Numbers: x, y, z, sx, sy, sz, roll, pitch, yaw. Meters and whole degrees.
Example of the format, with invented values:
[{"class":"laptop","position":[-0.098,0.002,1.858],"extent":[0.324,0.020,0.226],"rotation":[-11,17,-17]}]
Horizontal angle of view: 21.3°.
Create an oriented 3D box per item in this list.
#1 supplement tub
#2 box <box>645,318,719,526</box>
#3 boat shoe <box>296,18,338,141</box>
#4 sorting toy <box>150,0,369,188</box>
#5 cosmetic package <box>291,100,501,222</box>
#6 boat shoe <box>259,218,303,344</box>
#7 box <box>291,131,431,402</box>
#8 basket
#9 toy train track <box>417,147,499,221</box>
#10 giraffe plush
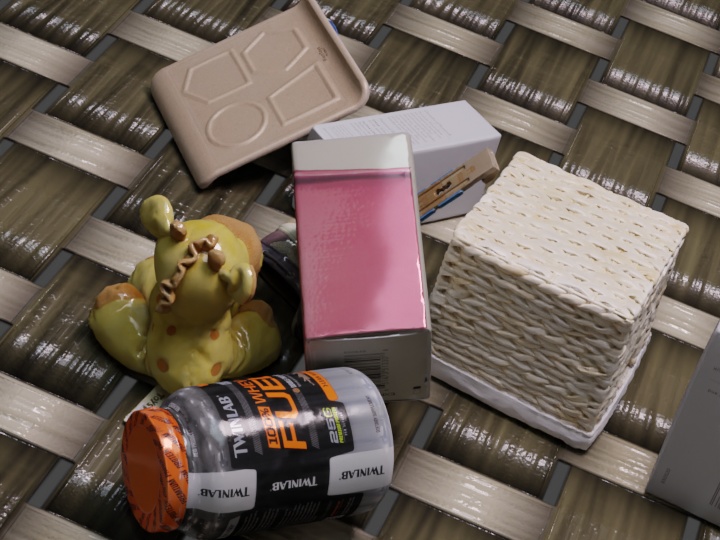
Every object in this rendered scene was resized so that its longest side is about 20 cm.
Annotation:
[{"class":"supplement tub","position":[-0.083,0.148,1.536],"extent":[0.198,0.123,0.123],"rotation":[-6,42,-29]},{"class":"box","position":[0.385,0.132,1.687],"extent":[0.197,0.201,0.131],"rotation":[24,37,10]},{"class":"boat shoe","position":[-0.056,-0.188,2.030],"extent":[0.071,0.073,0.201],"rotation":[-3,47,6]},{"class":"sorting toy","position":[-0.104,-0.182,1.967],"extent":[0.199,0.037,0.186],"rotation":[-29,47,-2]},{"class":"cosmetic package","position":[0.037,-0.102,1.936],"extent":[0.199,0.102,0.074],"rotation":[-13,45,-36]},{"class":"boat shoe","position":[-0.036,0.042,1.748],"extent":[0.064,0.072,0.201],"rotation":[-28,65,-16]},{"class":"box","position":[0.000,0.000,1.657],"extent":[0.108,0.128,0.202],"rotation":[-5,59,-1]},{"class":"basket","position":[0.175,0.021,1.783],"extent":[0.198,0.162,0.198],"rotation":[25,37,13]},{"class":"toy train track","position":[0.054,-0.050,1.819],"extent":[0.032,0.199,0.116],"rotation":[25,38,-48]},{"class":"giraffe plush","position":[-0.144,0.017,1.647],"extent":[0.171,0.163,0.201],"rotation":[17,35,-1]}]
